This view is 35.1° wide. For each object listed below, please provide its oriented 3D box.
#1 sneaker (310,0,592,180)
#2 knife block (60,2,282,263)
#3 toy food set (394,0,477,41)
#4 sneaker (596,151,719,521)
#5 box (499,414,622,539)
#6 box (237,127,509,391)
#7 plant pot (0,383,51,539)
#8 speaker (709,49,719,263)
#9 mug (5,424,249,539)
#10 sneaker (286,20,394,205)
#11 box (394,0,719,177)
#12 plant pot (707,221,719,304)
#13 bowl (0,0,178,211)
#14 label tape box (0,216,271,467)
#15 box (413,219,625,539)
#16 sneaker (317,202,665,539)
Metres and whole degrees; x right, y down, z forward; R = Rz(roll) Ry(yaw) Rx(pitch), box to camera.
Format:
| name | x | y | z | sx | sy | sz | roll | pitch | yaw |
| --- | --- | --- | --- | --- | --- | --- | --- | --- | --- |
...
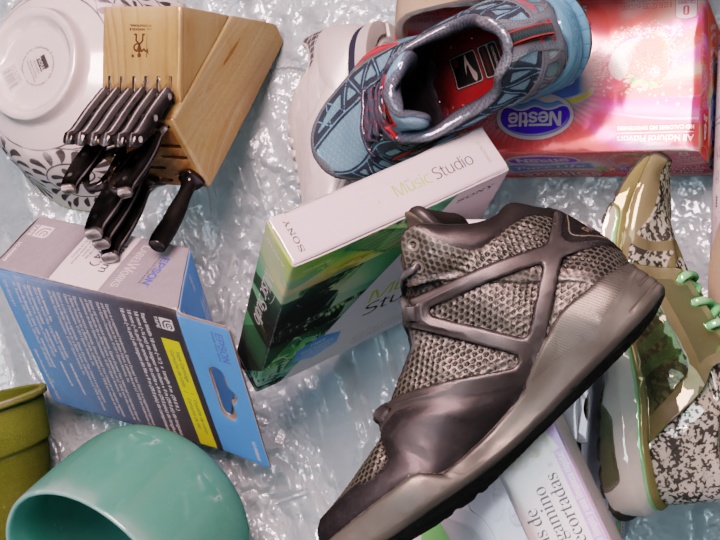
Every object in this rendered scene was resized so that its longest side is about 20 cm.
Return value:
| name | x | y | z | sx | sy | sz | roll | pitch | yaw |
| --- | --- | --- | --- | --- | --- | --- | --- | --- | --- |
| sneaker | 0.030 | -0.107 | 0.663 | 0.200 | 0.095 | 0.079 | -26 | 88 | 40 |
| knife block | -0.130 | -0.097 | 0.812 | 0.064 | 0.200 | 0.176 | 6 | 99 | 23 |
| toy food set | 0.115 | -0.219 | 0.701 | 0.200 | 0.060 | 0.144 | -5 | 67 | 28 |
| sneaker | 0.177 | 0.036 | 0.611 | 0.089 | 0.077 | 0.200 | -1 | 91 | 26 |
| box | 0.082 | 0.077 | 0.583 | 0.039 | 0.041 | 0.200 | -27 | 78 | 15 |
| box | 0.000 | 0.000 | 0.707 | 0.144 | 0.200 | 0.036 | -25 | 70 | -21 |
| plant pot | -0.315 | 0.204 | 0.863 | 0.200 | 0.200 | 0.193 | -13 | 92 | 21 |
| speaker | 0.254 | -0.039 | 0.692 | 0.081 | 0.081 | 0.200 | 1 | 85 | 23 |
| mug | -0.162 | 0.196 | 0.820 | 0.152 | 0.114 | 0.185 | 41 | 130 | 5 |
| sneaker | -0.015 | -0.079 | 0.823 | 0.080 | 0.076 | 0.200 | 3 | 81 | 35 |
| box | 0.127 | -0.115 | 0.745 | 0.200 | 0.095 | 0.103 | 2 | 87 | 23 |
| plant pot | 0.303 | 0.009 | 0.589 | 0.200 | 0.134 | 0.201 | 1 | 87 | -10 |
| bowl | -0.233 | -0.153 | 0.903 | 0.200 | 0.094 | 0.201 | -3 | 83 | 23 |
| label tape box | -0.148 | 0.050 | 0.820 | 0.200 | 0.144 | 0.063 | 12 | 46 | 24 |
| box | 0.107 | 0.079 | 0.690 | 0.097 | 0.176 | 0.200 | 2 | 86 | 23 |
| sneaker | 0.036 | 0.046 | 0.543 | 0.114 | 0.076 | 0.199 | 44 | 96 | 19 |
